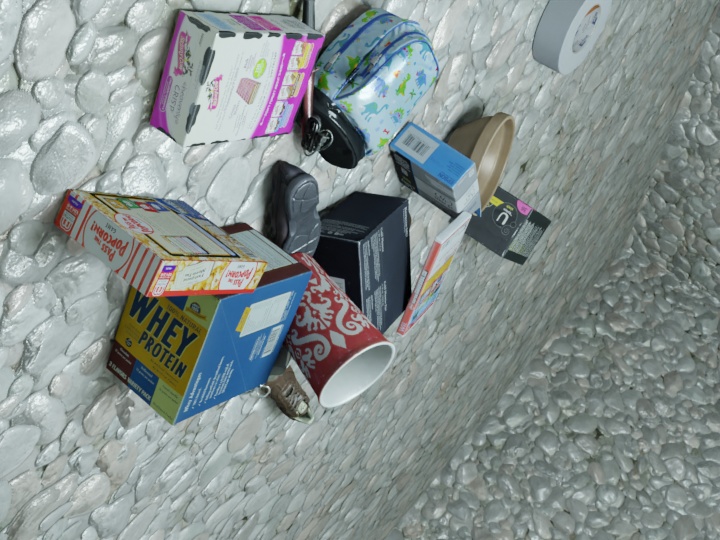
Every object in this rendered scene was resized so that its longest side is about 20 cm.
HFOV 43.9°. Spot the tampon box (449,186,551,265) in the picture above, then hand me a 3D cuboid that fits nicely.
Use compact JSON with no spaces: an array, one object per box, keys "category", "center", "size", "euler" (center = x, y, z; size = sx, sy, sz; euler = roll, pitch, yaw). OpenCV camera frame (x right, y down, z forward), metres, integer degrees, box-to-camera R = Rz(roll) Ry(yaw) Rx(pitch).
[{"category":"tampon box","center":[0.316,-0.109,2.003],"size":[0.127,0.149,0.200],"euler":[-58,158,8]}]

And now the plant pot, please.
[{"category":"plant pot","center":[0.215,-0.214,1.710],"size":[0.201,0.092,0.202],"euler":[-55,159,-33]}]

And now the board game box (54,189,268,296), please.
[{"category":"board game box","center":[-0.220,-0.031,1.015],"size":[0.047,0.151,0.200],"euler":[-61,156,13]}]

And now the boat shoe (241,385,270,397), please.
[{"category":"boat shoe","center":[-0.180,0.168,1.451],"size":[0.202,0.086,0.075],"euler":[-14,133,-59]}]

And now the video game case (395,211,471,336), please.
[{"category":"video game case","center":[0.127,0.005,1.542],"size":[0.143,0.017,0.201],"euler":[-40,154,-56]}]

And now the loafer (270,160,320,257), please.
[{"category":"loafer","center":[-0.100,-0.078,1.314],"size":[0.072,0.063,0.201],"euler":[-29,149,-29]}]

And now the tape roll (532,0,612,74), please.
[{"category":"tape roll","center":[0.432,-0.503,1.816],"size":[0.200,0.066,0.201],"euler":[-45,156,-26]}]

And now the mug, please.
[{"category":"mug","center":[-0.065,0.094,1.323],"size":[0.133,0.200,0.178],"euler":[-24,150,-31]}]

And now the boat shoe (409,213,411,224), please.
[{"category":"boat shoe","center":[0.034,-0.023,1.656],"size":[0.070,0.070,0.201],"euler":[-30,138,-59]}]

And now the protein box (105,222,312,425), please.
[{"category":"protein box","center":[-0.201,0.065,1.203],"size":[0.200,0.135,0.200],"euler":[-18,137,-57]}]

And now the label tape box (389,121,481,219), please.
[{"category":"label tape box","center":[0.136,-0.156,1.577],"size":[0.066,0.143,0.200],"euler":[-48,157,-12]}]

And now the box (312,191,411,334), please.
[{"category":"box","center":[0.000,0.000,1.459],"size":[0.182,0.103,0.202],"euler":[-41,135,-52]}]

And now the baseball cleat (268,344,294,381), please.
[{"category":"baseball cleat","center":[-0.130,0.106,1.401],"size":[0.200,0.069,0.107],"euler":[-33,132,-72]}]

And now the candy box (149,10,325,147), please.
[{"category":"candy box","center":[-0.139,-0.223,1.035],"size":[0.200,0.061,0.137],"euler":[-21,139,-56]}]

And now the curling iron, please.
[{"category":"curling iron","center":[-0.059,-0.244,1.116],"size":[0.025,0.049,0.202],"euler":[-11,104,-49]}]

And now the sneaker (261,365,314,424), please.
[{"category":"sneaker","center":[-0.126,0.228,1.658],"size":[0.071,0.075,0.200],"euler":[-50,157,-14]}]

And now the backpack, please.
[{"category":"backpack","center":[0.012,-0.257,1.218],"size":[0.201,0.153,0.163],"euler":[-61,146,-20]}]
